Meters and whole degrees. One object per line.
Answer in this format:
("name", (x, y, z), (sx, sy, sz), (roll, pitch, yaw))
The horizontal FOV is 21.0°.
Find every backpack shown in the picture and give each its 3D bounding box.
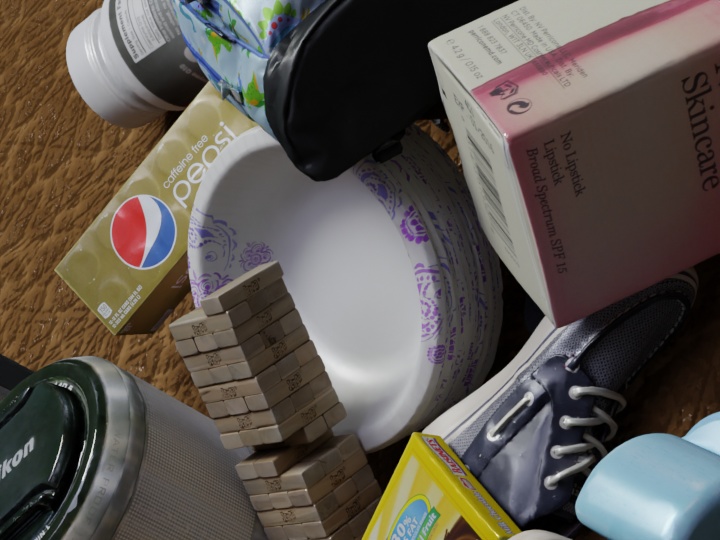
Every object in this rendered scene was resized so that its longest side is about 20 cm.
("backpack", (-0.029, -0.157, 1.095), (0.163, 0.154, 0.200), (-38, 25, -9))

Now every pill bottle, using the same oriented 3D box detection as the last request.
("pill bottle", (-0.128, -0.194, 1.507), (0.199, 0.114, 0.115), (-29, 44, 35))

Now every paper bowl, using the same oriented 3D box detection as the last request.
("paper bowl", (0.000, 0.000, 1.160), (0.200, 0.104, 0.202), (17, 116, 39))

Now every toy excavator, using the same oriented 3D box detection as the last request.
("toy excavator", (0.118, 0.135, 0.875), (0.100, 0.199, 0.195), (24, 82, 55))

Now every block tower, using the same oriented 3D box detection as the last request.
("block tower", (-0.040, 0.099, 1.120), (0.058, 0.201, 0.054), (-13, 14, 44))

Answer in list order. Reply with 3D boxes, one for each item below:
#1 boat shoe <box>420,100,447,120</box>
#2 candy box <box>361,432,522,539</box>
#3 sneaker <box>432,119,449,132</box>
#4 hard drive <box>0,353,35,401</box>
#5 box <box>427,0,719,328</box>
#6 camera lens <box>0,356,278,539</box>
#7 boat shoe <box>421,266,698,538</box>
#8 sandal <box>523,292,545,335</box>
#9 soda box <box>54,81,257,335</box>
("boat shoe", (0.070, -0.133, 1.140), (0.198, 0.071, 0.070), (-6, 81, 22))
("candy box", (0.018, 0.199, 1.050), (0.102, 0.026, 0.201), (48, 119, 52))
("sneaker", (0.111, -0.168, 1.242), (0.200, 0.077, 0.140), (-46, 41, 21))
("hard drive", (-0.254, 0.105, 1.350), (0.139, 0.199, 0.033), (-20, 49, 41))
("box", (0.154, -0.082, 0.997), (0.199, 0.128, 0.109), (-25, 38, -6))
("camera lens", (-0.133, 0.156, 1.165), (0.159, 0.199, 0.161), (-30, 43, 33))
("boat shoe", (0.117, 0.082, 1.043), (0.200, 0.074, 0.093), (-46, 44, 26))
("sandal", (0.130, -0.048, 1.128), (0.076, 0.043, 0.202), (-12, 56, 25))
("soda box", (-0.113, -0.051, 1.318), (0.068, 0.064, 0.200), (45, 103, 15))
